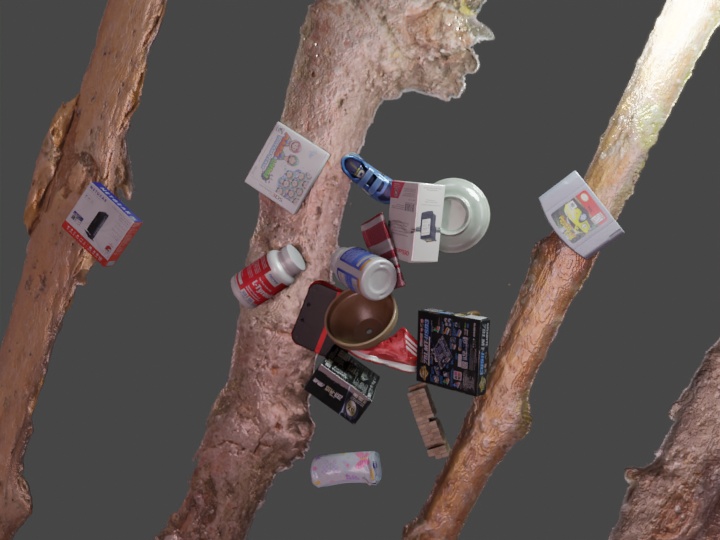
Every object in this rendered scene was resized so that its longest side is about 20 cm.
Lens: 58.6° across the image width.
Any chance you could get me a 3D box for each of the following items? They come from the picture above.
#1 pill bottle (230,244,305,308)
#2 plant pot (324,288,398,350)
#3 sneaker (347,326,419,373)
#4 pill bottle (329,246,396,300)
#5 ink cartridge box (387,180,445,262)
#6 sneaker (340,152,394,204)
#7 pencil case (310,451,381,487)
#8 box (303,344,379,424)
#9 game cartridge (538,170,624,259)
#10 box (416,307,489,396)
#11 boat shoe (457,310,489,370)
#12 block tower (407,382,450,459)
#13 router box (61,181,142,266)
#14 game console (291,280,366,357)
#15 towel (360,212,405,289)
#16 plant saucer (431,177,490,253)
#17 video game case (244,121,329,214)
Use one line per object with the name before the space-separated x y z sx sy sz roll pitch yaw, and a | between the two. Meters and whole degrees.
pill bottle | -0.259 0.014 1.817 0.200 0.112 0.113 -33 84 15
plant pot | 0.010 0.141 1.726 0.200 0.093 0.201 -11 49 12
sneaker | 0.070 0.201 1.766 0.199 0.078 0.116 16 89 2
pill bottle | 0.000 0.000 1.703 0.200 0.112 0.112 28 104 56
ink cartridge box | 0.140 -0.128 1.671 0.084 0.145 0.201 1 99 -26
sneaker | 0.021 -0.248 1.741 0.200 0.082 0.074 36 100 9
pencil case | -0.039 0.559 1.801 0.199 0.083 0.091 -8 69 17
box | -0.045 0.300 1.718 0.164 0.200 0.086 36 101 1
game cartridge | 0.551 -0.134 1.626 0.133 0.041 0.200 -39 83 18
box | 0.238 0.210 1.678 0.198 0.050 0.201 7 98 43
boat shoe | 0.290 0.208 1.707 0.072 0.072 0.201 -5 96 45
block tower | 0.185 0.408 1.746 0.054 0.058 0.201 -21 86 15
router box | -0.802 -0.144 1.991 0.200 0.049 0.180 41 102 10
game console | -0.093 0.145 1.825 0.176 0.031 0.201 23 100 7
towel | 0.058 -0.044 1.720 0.023 0.144 0.201 -17 88 -22
plant saucer | 0.241 -0.146 1.702 0.199 0.050 0.201 1 94 15
video game case | -0.211 -0.292 1.832 0.182 0.024 0.200 34 101 11
